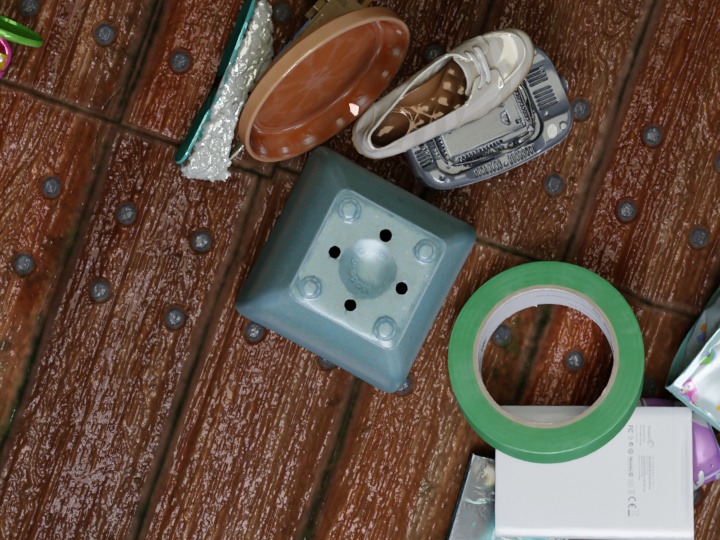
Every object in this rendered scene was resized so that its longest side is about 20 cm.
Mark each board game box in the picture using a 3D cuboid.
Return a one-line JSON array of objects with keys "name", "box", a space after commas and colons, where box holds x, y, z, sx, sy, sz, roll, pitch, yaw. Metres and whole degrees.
[{"name": "board game box", "box": [0.150, 0.305, 1.659, 0.134, 0.028, 0.202, 16, 89, -4]}]

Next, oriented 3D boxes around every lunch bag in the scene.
[{"name": "lunch bag", "box": [0.420, 0.091, 1.610, 0.170, 0.122, 0.201, 37, 68, -2]}]

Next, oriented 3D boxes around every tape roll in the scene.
[{"name": "tape roll", "box": [0.189, 0.093, 1.614, 0.198, 0.048, 0.203, -3, 71, 9]}]

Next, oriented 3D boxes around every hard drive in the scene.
[{"name": "hard drive", "box": [0.236, 0.205, 1.613, 0.198, 0.027, 0.134, -1, 78, 10]}]

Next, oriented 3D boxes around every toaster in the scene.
[{"name": "toaster", "box": [0.112, -0.147, 1.605, 0.198, 0.129, 0.115, -25, 91, -4]}]

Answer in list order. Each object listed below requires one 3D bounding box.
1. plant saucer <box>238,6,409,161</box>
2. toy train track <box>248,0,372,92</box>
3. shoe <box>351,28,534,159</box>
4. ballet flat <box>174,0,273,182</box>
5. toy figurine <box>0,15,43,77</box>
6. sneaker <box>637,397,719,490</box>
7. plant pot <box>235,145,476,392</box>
[{"name": "plant saucer", "box": [-0.039, -0.186, 1.567, 0.200, 0.200, 0.032, -37, 72, -3]}, {"name": "toy train track", "box": [-0.048, -0.241, 1.619, 0.115, 0.032, 0.200, 43, 66, -9]}, {"name": "shoe", "box": [0.083, -0.167, 1.512, 0.199, 0.053, 0.070, -33, 92, -3]}, {"name": "ballet flat", "box": [-0.126, -0.182, 1.628, 0.071, 0.072, 0.202, 25, 95, -3]}, {"name": "toy figurine", "box": [-0.443, -0.185, 1.592, 0.198, 0.150, 0.186, 18, 103, -27]}, {"name": "sneaker", "box": [0.324, 0.237, 1.650, 0.113, 0.073, 0.203, 6, 90, -7]}, {"name": "plant pot", "box": [0.000, 0.000, 1.564, 0.195, 0.200, 0.197, 28, 89, -3]}]
